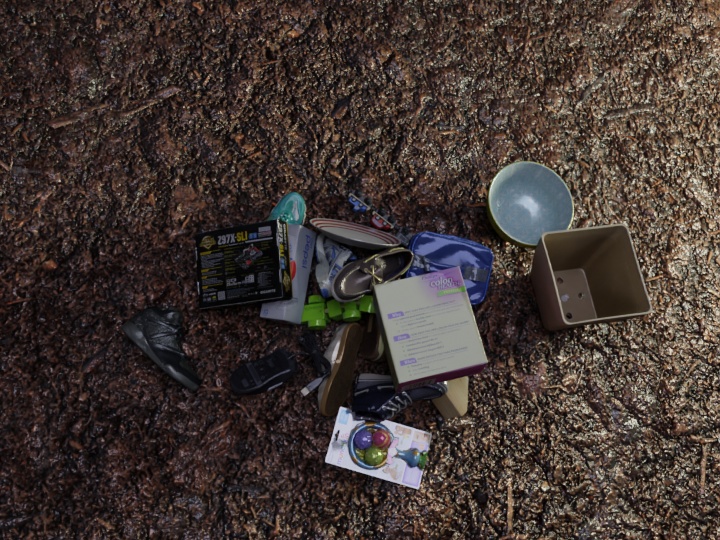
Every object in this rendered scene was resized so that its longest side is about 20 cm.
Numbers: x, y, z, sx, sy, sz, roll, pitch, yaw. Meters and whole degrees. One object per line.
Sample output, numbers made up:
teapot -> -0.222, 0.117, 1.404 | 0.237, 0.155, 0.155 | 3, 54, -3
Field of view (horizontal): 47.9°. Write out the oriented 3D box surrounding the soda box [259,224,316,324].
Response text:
soda box -> -0.149, 0.008, 1.683 | 0.063, 0.068, 0.201 | 5, 80, 30

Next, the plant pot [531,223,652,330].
plant pot -> 0.472, 0.033, 1.751 | 0.199, 0.177, 0.201 | -7, 72, -12

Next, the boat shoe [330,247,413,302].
boat shoe -> 0.025, 0.004, 1.616 | 0.200, 0.059, 0.072 | -26, 95, -40

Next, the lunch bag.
lunch bag -> 0.176, -0.008, 1.724 | 0.199, 0.132, 0.137 | 12, 88, -5

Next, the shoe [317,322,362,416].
shoe -> -0.050, 0.202, 1.678 | 0.053, 0.070, 0.201 | 5, 70, 39

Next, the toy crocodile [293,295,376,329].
toy crocodile -> -0.053, 0.083, 1.687 | 0.199, 0.062, 0.068 | -13, 69, 18

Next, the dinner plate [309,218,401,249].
dinner plate -> -0.012, -0.074, 1.713 | 0.199, 0.200, 0.024 | 14, 101, -5

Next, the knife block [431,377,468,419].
knife block -> 0.136, 0.194, 1.675 | 0.175, 0.064, 0.201 | 13, 69, -25

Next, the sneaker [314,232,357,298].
sneaker -> -0.046, -0.015, 1.697 | 0.085, 0.077, 0.200 | -11, 37, 5

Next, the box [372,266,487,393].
box -> 0.131, 0.116, 1.581 | 0.175, 0.097, 0.201 | -13, 72, -5

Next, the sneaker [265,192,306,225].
sneaker -> -0.177, -0.087, 1.735 | 0.077, 0.080, 0.200 | 30, 69, 2

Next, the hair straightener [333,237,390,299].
hair straightener -> 0.000, 0.000, 1.757 | 0.077, 0.041, 0.200 | 46, 76, -8

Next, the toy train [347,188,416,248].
toy train -> 0.046, -0.111, 1.807 | 0.200, 0.034, 0.046 | 39, 81, 4

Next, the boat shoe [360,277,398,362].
boat shoe -> 0.053, 0.096, 1.721 | 0.075, 0.075, 0.203 | 23, 74, -38

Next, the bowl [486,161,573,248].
bowl -> 0.367, -0.132, 1.826 | 0.199, 0.108, 0.201 | 3, 71, -8

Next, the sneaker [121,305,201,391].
sneaker -> -0.373, 0.146, 1.626 | 0.199, 0.076, 0.114 | 43, 77, 12

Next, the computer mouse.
computer mouse -> -0.154, 0.218, 1.634 | 0.199, 0.046, 0.140 | -29, 49, -18

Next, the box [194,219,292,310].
box -> -0.239, -0.009, 1.652 | 0.199, 0.049, 0.161 | -9, 79, 22

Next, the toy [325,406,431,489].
toy -> 0.041, 0.357, 1.637 | 0.199, 0.047, 0.116 | 18, 74, -6

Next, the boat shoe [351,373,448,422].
boat shoe -> 0.076, 0.260, 1.626 | 0.199, 0.075, 0.093 | -5, 45, 22
